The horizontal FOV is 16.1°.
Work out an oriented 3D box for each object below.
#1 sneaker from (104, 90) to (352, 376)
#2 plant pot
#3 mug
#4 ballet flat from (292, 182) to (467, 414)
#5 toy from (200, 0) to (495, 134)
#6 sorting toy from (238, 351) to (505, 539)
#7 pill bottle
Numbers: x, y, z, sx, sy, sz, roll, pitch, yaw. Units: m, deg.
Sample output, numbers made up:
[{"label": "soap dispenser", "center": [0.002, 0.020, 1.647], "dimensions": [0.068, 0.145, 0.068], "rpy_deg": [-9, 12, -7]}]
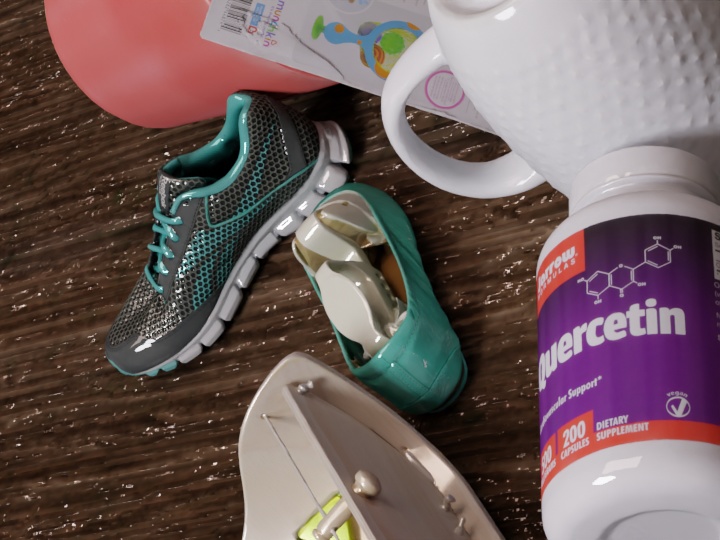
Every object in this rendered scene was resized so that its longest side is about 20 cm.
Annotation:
[{"label": "sneaker", "center": [-0.099, -0.028, 1.535], "dimensions": [0.200, 0.091, 0.078], "rpy_deg": [-51, 37, 6]}, {"label": "plant pot", "center": [-0.091, -0.183, 1.578], "dimensions": [0.177, 0.200, 0.202], "rpy_deg": [-25, 46, 47]}, {"label": "mug", "center": [0.102, -0.106, 1.312], "dimensions": [0.199, 0.175, 0.148], "rpy_deg": [-33, 43, 26]}, {"label": "ballet flat", "center": [0.000, 0.000, 1.427], "dimensions": [0.067, 0.070, 0.200], "rpy_deg": [-45, 39, 13]}, {"label": "toy", "center": [0.017, -0.144, 1.459], "dimensions": [0.047, 0.199, 0.116], "rpy_deg": [122, 167, -67]}, {"label": "sorting toy", "center": [-0.016, 0.179, 1.300], "dimensions": [0.180, 0.107, 0.200], "rpy_deg": [-53, 38, 15]}, {"label": "pill bottle", "center": [0.140, 0.043, 1.215], "dimensions": [0.112, 0.112, 0.201], "rpy_deg": [-26, 47, 32]}]
